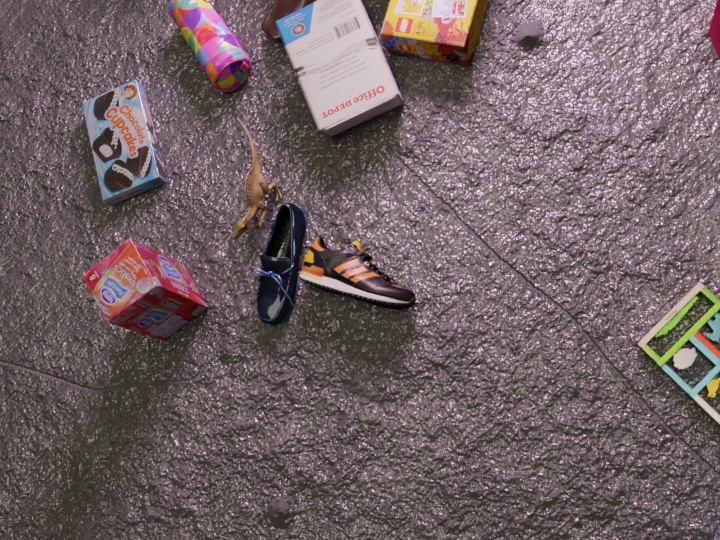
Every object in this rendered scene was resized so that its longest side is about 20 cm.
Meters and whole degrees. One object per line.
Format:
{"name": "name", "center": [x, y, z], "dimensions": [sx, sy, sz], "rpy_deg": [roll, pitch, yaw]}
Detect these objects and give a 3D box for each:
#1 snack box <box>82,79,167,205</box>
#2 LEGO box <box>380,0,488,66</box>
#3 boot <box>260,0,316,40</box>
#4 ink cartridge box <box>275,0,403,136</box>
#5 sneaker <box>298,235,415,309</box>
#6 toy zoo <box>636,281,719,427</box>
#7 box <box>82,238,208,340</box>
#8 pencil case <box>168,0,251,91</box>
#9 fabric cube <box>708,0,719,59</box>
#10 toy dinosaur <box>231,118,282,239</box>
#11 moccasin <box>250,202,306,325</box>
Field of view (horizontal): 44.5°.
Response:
{"name": "snack box", "center": [-0.427, -0.231, 1.589], "dimensions": [0.115, 0.037, 0.202], "rpy_deg": [-20, 73, 9]}
{"name": "LEGO box", "center": [0.134, -0.458, 1.468], "dimensions": [0.147, 0.077, 0.202], "rpy_deg": [13, 81, 17]}
{"name": "boot", "center": [-0.068, -0.473, 1.533], "dimensions": [0.185, 0.064, 0.202], "rpy_deg": [20, 80, 32]}
{"name": "ink cartridge box", "center": [-0.033, -0.344, 1.462], "dimensions": [0.145, 0.084, 0.202], "rpy_deg": [-22, 87, 9]}
{"name": "sneaker", "center": [0.000, 0.000, 1.400], "dimensions": [0.198, 0.070, 0.091], "rpy_deg": [14, 84, 20]}
{"name": "toy zoo", "center": [0.514, 0.132, 1.255], "dimensions": [0.131, 0.020, 0.200], "rpy_deg": [-45, 71, 2]}
{"name": "box", "center": [-0.341, 0.035, 1.416], "dimensions": [0.099, 0.200, 0.096], "rpy_deg": [-36, 72, 4]}
{"name": "pencil case", "center": [-0.268, -0.416, 1.567], "dimensions": [0.088, 0.088, 0.201], "rpy_deg": [-33, 73, 6]}
{"name": "fabric cube", "center": [0.631, -0.341, 1.241], "dimensions": [0.194, 0.199, 0.202], "rpy_deg": [-19, 73, 9]}
{"name": "toy dinosaur", "center": [-0.173, -0.144, 1.465], "dimensions": [0.057, 0.101, 0.203], "rpy_deg": [0, 77, 15]}
{"name": "moccasin", "center": [-0.142, -0.014, 1.443], "dimensions": [0.079, 0.068, 0.203], "rpy_deg": [3, 78, 16]}
